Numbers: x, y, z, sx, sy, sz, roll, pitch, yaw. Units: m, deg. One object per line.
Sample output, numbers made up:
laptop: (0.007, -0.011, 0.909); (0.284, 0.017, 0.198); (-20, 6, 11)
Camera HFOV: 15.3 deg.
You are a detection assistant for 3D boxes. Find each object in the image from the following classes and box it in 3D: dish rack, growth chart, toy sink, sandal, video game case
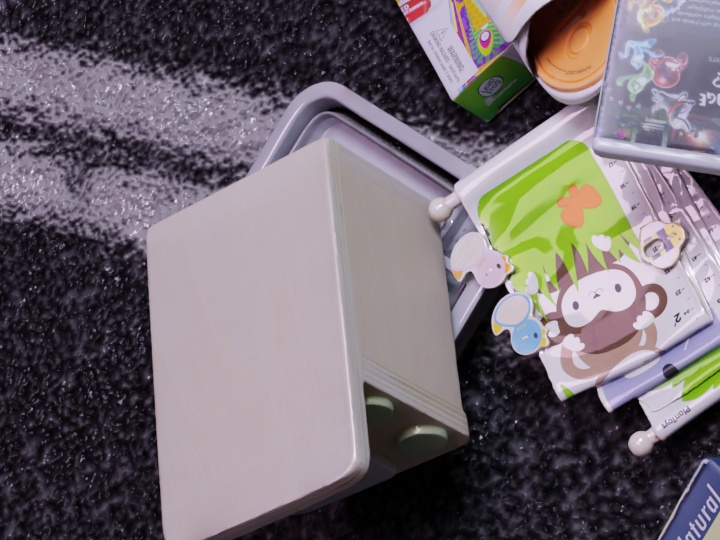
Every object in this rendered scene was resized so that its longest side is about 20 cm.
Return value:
dish rack: (0.000, 0.000, 1.533); (0.200, 0.043, 0.172); (35, 97, 41)
growth chart: (0.134, 0.000, 1.413); (0.145, 0.018, 0.200); (-42, 65, 10)
toy sink: (-0.026, 0.056, 1.431); (0.130, 0.112, 0.201); (-26, 54, 29)
sandal: (0.088, -0.171, 1.446); (0.079, 0.059, 0.207); (-50, 40, 29)
video game case: (0.229, -0.132, 1.349); (0.199, 0.023, 0.183); (9, 84, 12)

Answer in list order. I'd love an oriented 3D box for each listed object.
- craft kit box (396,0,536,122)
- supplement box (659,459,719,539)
craft kit box: (0.095, -0.221, 1.544); (0.197, 0.048, 0.200); (-40, 53, 16)
supplement box: (0.209, 0.222, 1.187); (0.200, 0.134, 0.200); (45, 116, 39)
